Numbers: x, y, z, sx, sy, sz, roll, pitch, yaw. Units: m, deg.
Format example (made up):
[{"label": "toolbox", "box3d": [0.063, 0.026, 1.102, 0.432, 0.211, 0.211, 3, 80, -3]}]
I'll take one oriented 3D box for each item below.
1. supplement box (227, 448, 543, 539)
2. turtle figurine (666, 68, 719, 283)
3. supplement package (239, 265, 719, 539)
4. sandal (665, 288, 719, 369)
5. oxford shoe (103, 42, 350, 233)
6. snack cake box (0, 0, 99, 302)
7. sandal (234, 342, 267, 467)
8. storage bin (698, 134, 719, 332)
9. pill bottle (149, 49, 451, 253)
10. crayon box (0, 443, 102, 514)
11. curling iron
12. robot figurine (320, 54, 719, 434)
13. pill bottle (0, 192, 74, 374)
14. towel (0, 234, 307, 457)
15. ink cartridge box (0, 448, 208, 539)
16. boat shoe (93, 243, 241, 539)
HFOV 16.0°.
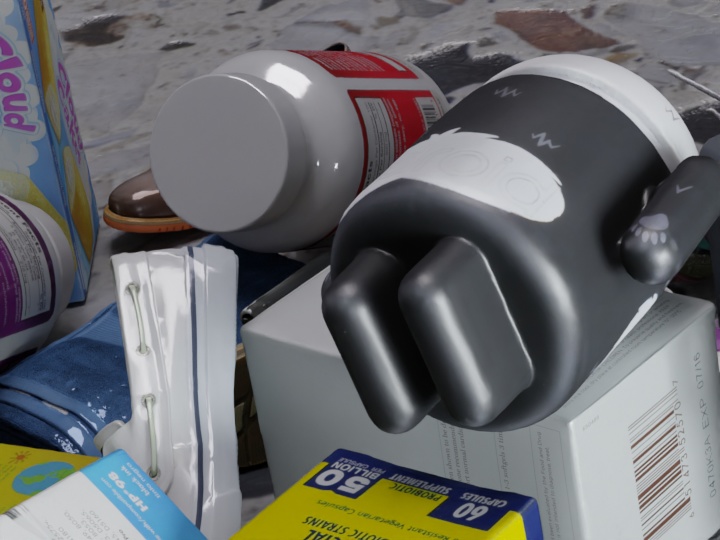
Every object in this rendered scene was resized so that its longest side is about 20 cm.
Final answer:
[{"label": "supplement box", "box3d": [-0.018, 0.174, 1.029, 0.109, 0.110, 0.200, 11, 34, 37]}, {"label": "turtle figurine", "box3d": [0.184, -0.042, 1.386, 0.149, 0.101, 0.200, -20, 22, -29]}, {"label": "supplement package", "box3d": [0.060, 0.070, 1.197, 0.199, 0.117, 0.117, 14, 37, 39]}, {"label": "sandal", "box3d": [0.160, 0.041, 1.290, 0.082, 0.050, 0.203, -23, 30, -21]}, {"label": "oxford shoe", "box3d": [-0.081, -0.084, 1.600, 0.200, 0.073, 0.071, -29, 32, -31]}, {"label": "snack cake box", "box3d": [-0.210, -0.090, 1.519, 0.067, 0.201, 0.115, -8, 27, 4]}, {"label": "sandal", "box3d": [-0.005, 0.041, 1.333, 0.199, 0.081, 0.054, -22, 19, -11]}, {"label": "storage bin", "box3d": [0.217, 0.023, 1.135, 0.145, 0.201, 0.134, -21, 27, -19]}, {"label": "pill bottle", "box3d": [-0.032, -0.068, 1.434, 0.112, 0.113, 0.200, 3, 5, 26]}, {"label": "crayon box", "box3d": [-0.194, 0.137, 1.235, 0.199, 0.051, 0.127, 6, 30, 31]}, {"label": "curling iron", "box3d": [0.000, 0.000, 1.395, 0.050, 0.026, 0.200, 36, 30, 24]}, {"label": "robot figurine", "box3d": [0.067, -0.009, 1.088, 0.150, 0.125, 0.200, 28, 42, 17]}, {"label": "pill bottle", "box3d": [-0.229, 0.012, 1.387, 0.112, 0.113, 0.200, -3, 7, 16]}, {"label": "towel", "box3d": [-0.107, 0.047, 1.382, 0.111, 0.049, 0.200, 18, 38, 42]}, {"label": "ink cartridge box", "box3d": [-0.154, 0.154, 1.026, 0.116, 0.067, 0.200, -46, -8, 24]}, {"label": "boat shoe", "box3d": [-0.091, 0.085, 1.184, 0.066, 0.074, 0.201, 1, 65, -6]}]
